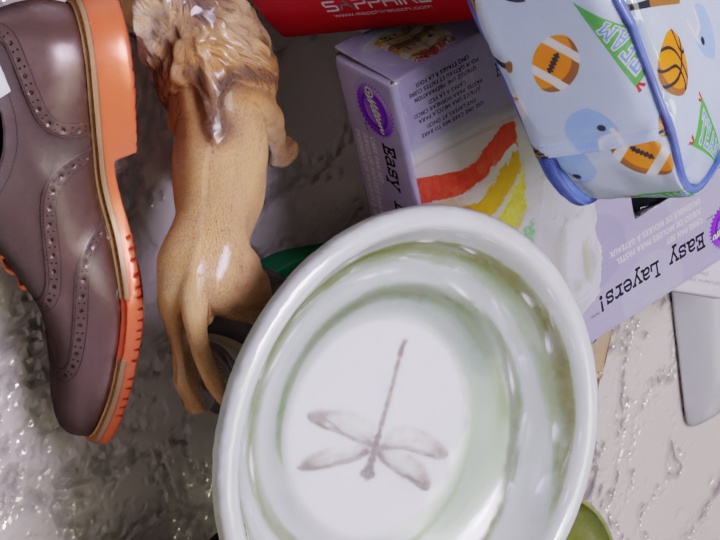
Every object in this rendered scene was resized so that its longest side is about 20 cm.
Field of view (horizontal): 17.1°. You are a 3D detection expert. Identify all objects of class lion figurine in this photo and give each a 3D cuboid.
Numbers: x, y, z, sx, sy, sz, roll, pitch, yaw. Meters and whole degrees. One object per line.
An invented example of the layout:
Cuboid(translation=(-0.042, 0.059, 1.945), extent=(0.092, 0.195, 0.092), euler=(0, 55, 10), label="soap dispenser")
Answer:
Cuboid(translation=(-0.062, -0.034, 1.019), extent=(0.123, 0.072, 0.201), euler=(71, 9, -64), label="lion figurine")

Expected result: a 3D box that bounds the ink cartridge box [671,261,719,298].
Cuboid(translation=(0.188, -0.092, 1.285), extent=(0.115, 0.067, 0.201), euler=(-49, 148, -82), label="ink cartridge box")

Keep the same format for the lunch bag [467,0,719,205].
Cuboid(translation=(0.106, -0.133, 0.975), extent=(0.160, 0.075, 0.201), euler=(-54, 130, -45), label="lunch bag")

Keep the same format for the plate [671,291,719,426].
Cuboid(translation=(0.255, -0.032, 1.441), extent=(0.200, 0.032, 0.201), euler=(-32, 123, -38), label="plate")

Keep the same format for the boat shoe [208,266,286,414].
Cuboid(translation=(0.001, 0.066, 1.128), extent=(0.200, 0.074, 0.074), euler=(41, 69, -42), label="boat shoe")

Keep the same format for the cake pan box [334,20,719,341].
Cuboid(translation=(0.093, -0.056, 1.095), extent=(0.199, 0.052, 0.185), euler=(-29, 128, -25), label="cake pan box")

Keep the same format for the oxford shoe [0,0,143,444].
Cuboid(translation=(-0.133, -0.019, 1.008), extent=(0.072, 0.071, 0.201), euler=(-8, 112, -17), label="oxford shoe")

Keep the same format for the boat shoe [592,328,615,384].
Cuboid(translation=(0.099, 0.018, 1.236), extent=(0.075, 0.072, 0.201), euler=(8, 87, -4), label="boat shoe")

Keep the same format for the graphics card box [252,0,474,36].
Cuboid(translation=(0.038, -0.192, 1.052), extent=(0.051, 0.125, 0.201), euler=(53, 46, -41), label="graphics card box")

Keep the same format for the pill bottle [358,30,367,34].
Cuboid(translation=(0.079, -0.184, 1.142), extent=(0.201, 0.112, 0.113), euler=(-58, 136, -19), label="pill bottle")

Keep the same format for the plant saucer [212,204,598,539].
Cuboid(translation=(0.012, 0.069, 1.023), extent=(0.199, 0.050, 0.202), euler=(-8, 105, -35), label="plant saucer")

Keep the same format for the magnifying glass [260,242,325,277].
Cuboid(translation=(0.000, 0.000, 1.181), extent=(0.200, 0.022, 0.080), euler=(-40, 128, -31), label="magnifying glass")

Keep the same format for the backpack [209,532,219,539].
Cuboid(translation=(-0.035, 0.233, 1.099), extent=(0.154, 0.200, 0.192), euler=(-12, 123, -44), label="backpack")

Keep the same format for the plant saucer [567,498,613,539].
Cuboid(translation=(0.067, 0.209, 1.293), extent=(0.199, 0.031, 0.201), euler=(-24, 124, -41), label="plant saucer")

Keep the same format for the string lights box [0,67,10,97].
Cuboid(translation=(-0.214, -0.127, 0.877), extent=(0.103, 0.059, 0.201), euler=(-41, 128, -32), label="string lights box")
